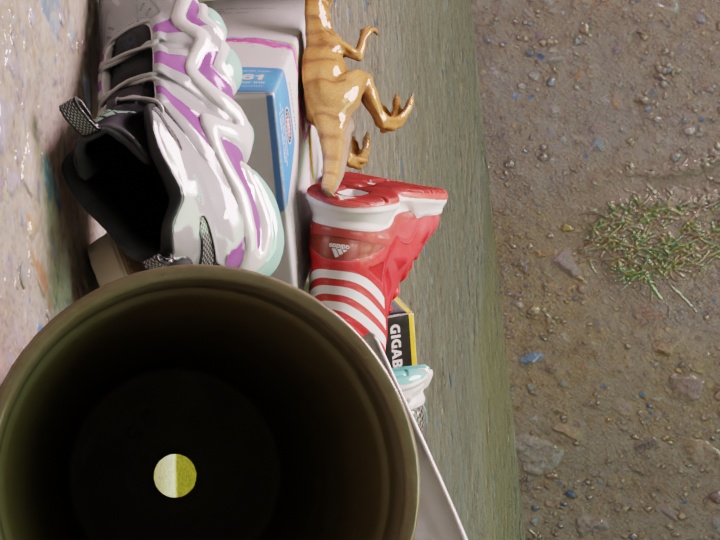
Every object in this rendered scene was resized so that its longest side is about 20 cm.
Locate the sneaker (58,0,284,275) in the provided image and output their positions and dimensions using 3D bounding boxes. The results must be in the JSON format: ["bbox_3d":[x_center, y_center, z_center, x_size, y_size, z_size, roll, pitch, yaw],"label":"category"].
[{"bbox_3d":[-0.119,-0.085,1.352,0.140,0.078,0.200,12,49,-58],"label":"sneaker"}]

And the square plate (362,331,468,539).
[{"bbox_3d":[0.009,0.155,1.536,0.200,0.028,0.198,67,-23,10],"label":"square plate"}]

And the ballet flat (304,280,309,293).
[{"bbox_3d":[-0.056,0.000,1.732,0.068,0.072,0.200,-60,-175,23],"label":"ballet flat"}]

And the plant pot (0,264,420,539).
[{"bbox_3d":[-0.082,0.101,1.227,0.174,0.199,0.201,157,-69,-82],"label":"plant pot"}]

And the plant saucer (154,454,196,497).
[{"bbox_3d":[-0.109,0.148,1.429,0.200,0.048,0.200,38,50,-80],"label":"plant saucer"}]

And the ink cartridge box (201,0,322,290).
[{"bbox_3d":[-0.073,-0.077,1.628,0.200,0.084,0.145,-77,163,-67],"label":"ink cartridge box"}]

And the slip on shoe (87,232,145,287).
[{"bbox_3d":[-0.087,0.025,1.430,0.200,0.060,0.076,48,17,-55],"label":"slip on shoe"}]

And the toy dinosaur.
[{"bbox_3d":[-0.017,-0.098,1.598,0.106,0.060,0.201,36,40,-47],"label":"toy dinosaur"}]

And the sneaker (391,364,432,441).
[{"bbox_3d":[0.000,0.115,1.643,0.200,0.077,0.092,144,-62,-78],"label":"sneaker"}]

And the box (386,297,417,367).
[{"bbox_3d":[-0.005,0.078,1.942,0.200,0.049,0.160,-135,-141,-66],"label":"box"}]

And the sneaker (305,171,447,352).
[{"bbox_3d":[0.000,0.000,1.647,0.200,0.078,0.116,-11,111,-71],"label":"sneaker"}]
